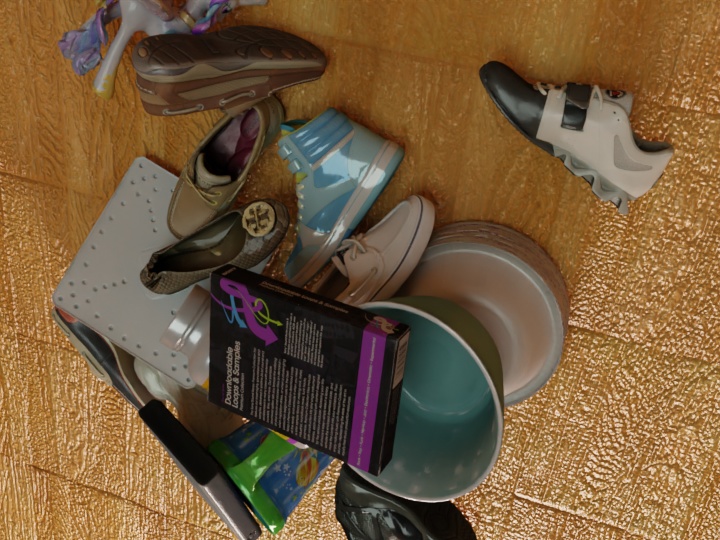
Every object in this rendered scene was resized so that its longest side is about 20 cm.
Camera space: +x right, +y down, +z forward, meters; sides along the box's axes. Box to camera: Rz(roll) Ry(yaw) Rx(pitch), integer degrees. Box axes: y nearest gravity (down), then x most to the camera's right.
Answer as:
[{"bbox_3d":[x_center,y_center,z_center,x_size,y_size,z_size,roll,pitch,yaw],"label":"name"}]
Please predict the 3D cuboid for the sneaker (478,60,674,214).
[{"bbox_3d":[0.203,-0.147,0.727,0.199,0.074,0.089,34,122,-10],"label":"sneaker"}]

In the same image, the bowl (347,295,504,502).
[{"bbox_3d":[0.058,0.106,0.755,0.198,0.105,0.204,11,115,25],"label":"bowl"}]

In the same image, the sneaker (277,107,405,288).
[{"bbox_3d":[-0.054,-0.087,0.847,0.130,0.080,0.201,36,112,-2],"label":"sneaker"}]

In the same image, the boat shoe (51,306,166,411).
[{"bbox_3d":[-0.336,0.114,1.048,0.062,0.071,0.201,-33,96,18],"label":"boat shoe"}]

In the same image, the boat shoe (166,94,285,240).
[{"bbox_3d":[-0.160,-0.111,0.857,0.074,0.066,0.201,36,109,0],"label":"boat shoe"}]

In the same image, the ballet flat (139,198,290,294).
[{"bbox_3d":[-0.164,-0.025,0.848,0.198,0.046,0.068,-22,65,24],"label":"ballet flat"}]

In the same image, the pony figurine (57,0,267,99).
[{"bbox_3d":[-0.217,-0.268,0.793,0.192,0.168,0.200,29,124,-34],"label":"pony figurine"}]

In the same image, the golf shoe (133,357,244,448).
[{"bbox_3d":[-0.206,0.162,1.027,0.200,0.075,0.091,46,118,-7],"label":"golf shoe"}]

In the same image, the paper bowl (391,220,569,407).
[{"bbox_3d":[0.119,0.058,0.837,0.197,0.105,0.204,9,119,17],"label":"paper bowl"}]

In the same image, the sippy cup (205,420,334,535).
[{"bbox_3d":[-0.102,0.231,0.973,0.141,0.130,0.177,58,160,-21],"label":"sippy cup"}]

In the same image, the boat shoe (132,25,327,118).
[{"bbox_3d":[-0.128,-0.194,0.777,0.076,0.197,0.073,57,146,39],"label":"boat shoe"}]

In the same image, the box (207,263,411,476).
[{"bbox_3d":[-0.055,0.089,0.729,0.197,0.036,0.145,18,117,22],"label":"box"}]

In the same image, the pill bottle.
[{"bbox_3d":[-0.115,0.100,0.854,0.199,0.105,0.105,34,122,-9],"label":"pill bottle"}]

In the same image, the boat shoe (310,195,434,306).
[{"bbox_3d":[0.000,0.000,0.814,0.065,0.074,0.201,31,96,-31],"label":"boat shoe"}]

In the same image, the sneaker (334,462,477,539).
[{"bbox_3d":[0.052,0.332,1.014,0.197,0.076,0.116,24,123,11],"label":"sneaker"}]

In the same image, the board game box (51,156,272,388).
[{"bbox_3d":[-0.227,0.001,0.920,0.198,0.026,0.202,31,86,4],"label":"board game box"}]

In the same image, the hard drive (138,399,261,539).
[{"bbox_3d":[-0.198,0.257,0.984,0.139,0.033,0.201,37,156,32],"label":"hard drive"}]
